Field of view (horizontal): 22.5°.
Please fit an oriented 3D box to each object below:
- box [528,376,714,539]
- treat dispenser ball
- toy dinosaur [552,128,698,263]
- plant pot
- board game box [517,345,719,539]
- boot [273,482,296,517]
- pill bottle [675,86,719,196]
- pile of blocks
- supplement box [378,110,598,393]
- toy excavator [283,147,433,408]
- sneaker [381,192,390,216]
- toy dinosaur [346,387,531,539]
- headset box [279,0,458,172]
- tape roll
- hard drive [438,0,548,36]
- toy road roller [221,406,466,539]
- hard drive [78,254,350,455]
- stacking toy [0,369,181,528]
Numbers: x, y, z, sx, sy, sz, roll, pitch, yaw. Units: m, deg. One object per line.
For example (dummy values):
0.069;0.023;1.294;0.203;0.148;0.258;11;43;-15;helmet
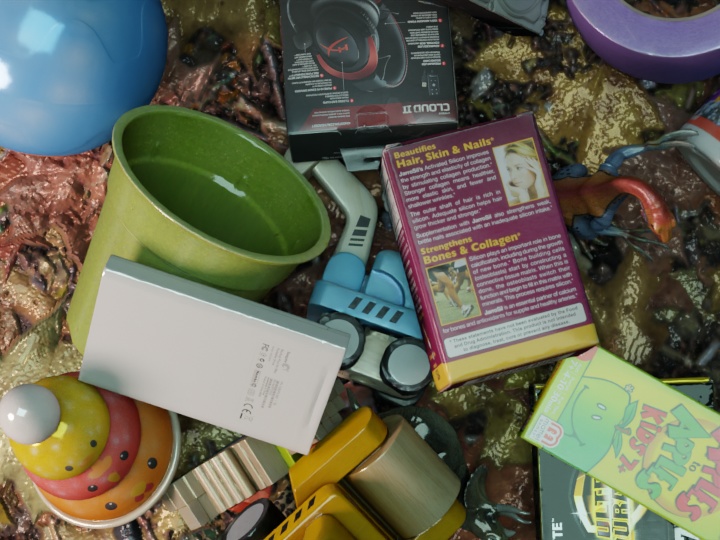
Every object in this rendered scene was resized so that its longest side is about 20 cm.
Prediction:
0.233;0.196;1.594;0.159;0.049;0.200;-2;88;-2;box
-0.264;-0.196;1.532;0.200;0.201;0.201;0;88;0;treat dispenser ball
0.197;-0.048;1.534;0.200;0.181;0.105;-13;88;1;toy dinosaur
-0.155;-0.004;1.530;0.200;0.200;0.190;33;119;1;plant pot
0.246;0.147;1.548;0.200;0.048;0.102;29;87;2;board game box
-0.064;0.299;1.579;0.151;0.073;0.200;42;85;0;boot
0.379;-0.149;1.572;0.111;0.111;0.200;44;88;2;pill bottle
-0.084;0.170;1.578;0.200;0.082;0.062;-32;90;23;pile of blocks
0.101;-0.013;1.486;0.131;0.103;0.200;-14;83;-5;supplement box
0.000;0.000;1.589;0.194;0.100;0.200;19;75;2;toy excavator
0.103;-0.010;1.579;0.082;0.075;0.200;-37;88;17;sneaker
0.052;0.166;1.577;0.102;0.077;0.200;-35;103;-4;toy dinosaur
0.006;-0.183;1.571;0.148;0.075;0.200;-5;73;0;headset box
0.273;-0.270;1.571;0.200;0.085;0.200;-2;81;9;tape roll
0.110;-0.287;1.540;0.038;0.200;0.140;6;87;32;hard drive
-0.008;0.222;1.466;0.200;0.146;0.123;-42;106;1;toy road roller
-0.120;0.070;1.460;0.200;0.026;0.132;19;131;-1;hard drive
-0.249;0.136;1.512;0.146;0.200;0.146;-4;76;16;stacking toy
